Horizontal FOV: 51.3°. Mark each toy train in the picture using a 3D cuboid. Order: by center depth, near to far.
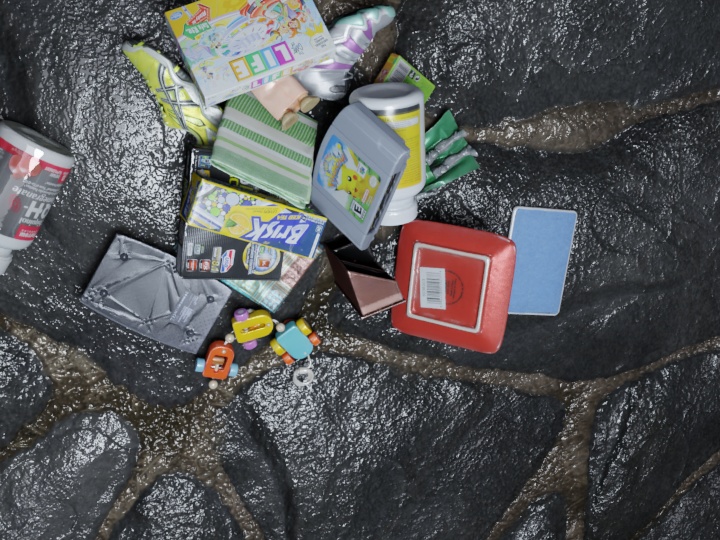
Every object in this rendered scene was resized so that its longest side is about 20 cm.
[{"bbox_3d":[-0.169,0.127,1.247,0.200,0.056,0.150,8,115,-21],"label":"toy train"}]

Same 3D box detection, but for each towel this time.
[{"bbox_3d":[-0.135,-0.187,1.096,0.152,0.200,0.023,24,132,-21],"label":"towel"},{"bbox_3d":[-0.177,-0.037,1.207,0.200,0.022,0.147,36,97,-21],"label":"towel"}]

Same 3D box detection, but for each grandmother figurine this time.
[{"bbox_3d":[-0.157,-0.298,1.089,0.121,0.061,0.200,-39,88,-9],"label":"grandmother figurine"}]

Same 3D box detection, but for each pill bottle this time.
[{"bbox_3d":[-0.497,-0.099,1.053,0.111,0.111,0.200,28,97,-21],"label":"pill bottle"},{"bbox_3d":[0.043,-0.175,1.138,0.112,0.112,0.200,-11,118,-13],"label":"pill bottle"}]

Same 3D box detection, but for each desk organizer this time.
[{"bbox_3d":[0.000,0.000,1.176,0.072,0.200,0.077,-21,108,-8],"label":"desk organizer"}]

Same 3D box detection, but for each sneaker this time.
[{"bbox_3d":[-0.272,-0.251,1.092,0.076,0.075,0.200,-46,111,1],"label":"sneaker"},{"bbox_3d":[-0.022,-0.312,1.150,0.200,0.078,0.140,-24,113,2],"label":"sneaker"}]

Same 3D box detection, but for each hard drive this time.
[{"bbox_3d":[-0.319,0.035,1.179,0.200,0.042,0.135,28,96,-22],"label":"hard drive"}]

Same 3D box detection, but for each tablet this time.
[{"bbox_3d":[0.319,-0.015,1.362,0.130,0.014,0.200,3,104,-16],"label":"tablet"}]

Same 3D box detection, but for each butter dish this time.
[{"bbox_3d":[0.169,0.013,1.264,0.199,0.148,0.200,12,108,23],"label":"butter dish"}]

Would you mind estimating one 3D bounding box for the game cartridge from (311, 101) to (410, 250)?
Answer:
[{"bbox_3d":[-0.009,-0.139,1.100,0.040,0.133,0.200,-25,152,-37],"label":"game cartridge"}]

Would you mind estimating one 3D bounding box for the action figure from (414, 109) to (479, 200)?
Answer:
[{"bbox_3d":[0.096,-0.158,1.238,0.200,0.055,0.118,-35,115,1],"label":"action figure"}]

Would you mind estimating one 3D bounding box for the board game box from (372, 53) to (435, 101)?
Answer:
[{"bbox_3d":[0.032,-0.233,1.193,0.095,0.030,0.200,27,95,-43],"label":"board game box"}]

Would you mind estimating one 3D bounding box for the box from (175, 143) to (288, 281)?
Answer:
[{"bbox_3d":[-0.191,-0.085,1.142,0.160,0.044,0.200,2,107,-24],"label":"box"}]

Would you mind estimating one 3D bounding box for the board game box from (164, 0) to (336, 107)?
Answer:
[{"bbox_3d":[-0.152,-0.327,1.047,0.200,0.034,0.135,-25,85,-14],"label":"board game box"}]

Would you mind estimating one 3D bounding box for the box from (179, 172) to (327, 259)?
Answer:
[{"bbox_3d":[-0.155,-0.079,1.098,0.200,0.064,0.070,16,100,-27],"label":"box"}]
